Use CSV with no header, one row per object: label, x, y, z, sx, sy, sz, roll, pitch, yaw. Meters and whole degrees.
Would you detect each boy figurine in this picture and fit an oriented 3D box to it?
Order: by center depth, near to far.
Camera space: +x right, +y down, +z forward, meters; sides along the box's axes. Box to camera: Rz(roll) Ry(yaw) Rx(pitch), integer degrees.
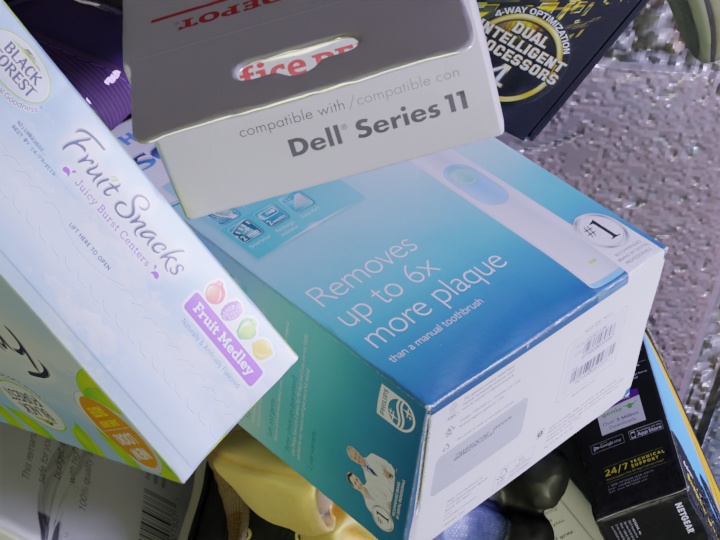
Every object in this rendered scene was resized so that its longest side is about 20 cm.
boy figurine,0.016,0.088,0.814,0.064,0.125,0.199,12,174,39

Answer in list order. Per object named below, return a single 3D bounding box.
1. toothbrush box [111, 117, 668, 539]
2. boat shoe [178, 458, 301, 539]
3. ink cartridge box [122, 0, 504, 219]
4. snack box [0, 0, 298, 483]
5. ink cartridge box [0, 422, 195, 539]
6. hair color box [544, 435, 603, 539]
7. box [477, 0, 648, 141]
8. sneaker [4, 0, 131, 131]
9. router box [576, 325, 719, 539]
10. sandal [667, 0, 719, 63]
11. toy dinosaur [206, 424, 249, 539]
toothbrush box,0.000,0.000,0.749,0.146,0.200,0.086,-29,141,-36
boat shoe,-0.042,0.125,0.837,0.063,0.203,0.074,-14,141,24
ink cartridge box,-0.019,-0.090,0.633,0.116,0.201,0.068,-15,128,5
snack box,-0.135,-0.013,0.668,0.068,0.200,0.169,-46,114,-19
ink cartridge box,-0.149,0.099,0.874,0.199,0.146,0.083,32,127,-29
hair color box,0.063,0.110,0.967,0.099,0.061,0.200,-28,128,16
box,0.037,-0.160,0.744,0.199,0.049,0.161,26,119,-25
sneaker,-0.165,-0.128,0.718,0.199,0.088,0.076,37,162,-3
router box,0.158,0.124,0.932,0.051,0.150,0.201,-20,130,11
sandal,0.070,-0.152,0.678,0.057,0.080,0.201,-40,113,13
toy dinosaur,-0.067,0.044,0.840,0.101,0.201,0.058,-34,155,6
